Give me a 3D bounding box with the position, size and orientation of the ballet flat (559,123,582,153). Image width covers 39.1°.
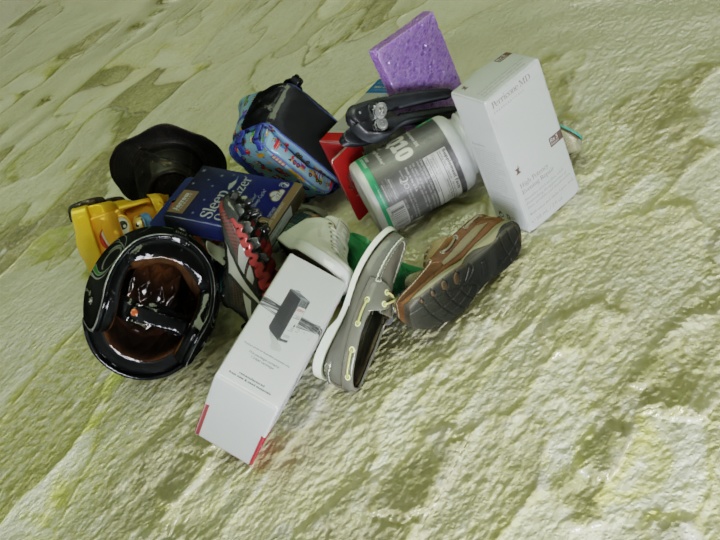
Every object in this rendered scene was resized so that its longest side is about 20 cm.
[{"bbox_3d":[0.237,-0.185,1.439,0.063,0.067,0.199,-59,34,2],"label":"ballet flat"}]

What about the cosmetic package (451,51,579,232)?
[{"bbox_3d":[0.200,-0.164,1.295,0.101,0.202,0.074,-39,36,-18],"label":"cosmetic package"}]

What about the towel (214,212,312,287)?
[{"bbox_3d":[-0.181,-0.034,1.553,0.199,0.022,0.146,-41,37,-21],"label":"towel"}]

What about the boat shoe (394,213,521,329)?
[{"bbox_3d":[0.114,-0.003,1.255,0.199,0.077,0.073,-35,47,-27],"label":"boat shoe"}]

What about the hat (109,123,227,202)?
[{"bbox_3d":[-0.317,-0.142,1.660,0.197,0.201,0.082,-16,51,16],"label":"hat"}]

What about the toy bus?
[{"bbox_3d":[-0.327,-0.059,1.544,0.189,0.138,0.200,-17,1,2],"label":"toy bus"}]

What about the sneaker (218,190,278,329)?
[{"bbox_3d":[-0.153,-0.002,1.333,0.096,0.203,0.071,-15,20,17],"label":"sneaker"}]

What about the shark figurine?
[{"bbox_3d":[-0.142,-0.033,1.456,0.216,0.127,0.090,-56,0,-24],"label":"shark figurine"}]

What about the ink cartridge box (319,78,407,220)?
[{"bbox_3d":[0.015,-0.183,1.524,0.067,0.117,0.200,11,49,43],"label":"ink cartridge box"}]

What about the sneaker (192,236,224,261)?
[{"bbox_3d":[-0.247,-0.015,1.504,0.201,0.076,0.092,-49,-3,-7],"label":"sneaker"}]

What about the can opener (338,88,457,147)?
[{"bbox_3d":[0.058,-0.227,1.444,0.198,0.065,0.078,-23,10,-29],"label":"can opener"}]

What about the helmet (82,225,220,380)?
[{"bbox_3d":[-0.280,0.043,1.361,0.200,0.201,0.190,-41,6,-20],"label":"helmet"}]

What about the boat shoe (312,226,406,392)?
[{"bbox_3d":[0.012,0.047,1.224,0.060,0.072,0.204,24,86,26],"label":"boat shoe"}]

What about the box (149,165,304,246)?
[{"bbox_3d":[-0.192,-0.092,1.430,0.196,0.033,0.122,10,45,21],"label":"box"}]

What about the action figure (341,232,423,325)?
[{"bbox_3d":[0.000,0.000,1.352,0.117,0.055,0.200,-36,39,-9],"label":"action figure"}]

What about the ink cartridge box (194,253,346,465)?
[{"bbox_3d":[-0.105,0.103,1.200,0.083,0.145,0.201,29,50,1],"label":"ink cartridge box"}]

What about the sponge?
[{"bbox_3d":[0.096,-0.269,1.505,0.111,0.202,0.030,-39,33,-17],"label":"sponge"}]

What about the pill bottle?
[{"bbox_3d":[0.092,-0.145,1.424,0.198,0.114,0.113,-29,34,-2],"label":"pill bottle"}]

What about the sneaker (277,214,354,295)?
[{"bbox_3d":[-0.042,-0.033,1.307,0.084,0.073,0.200,-38,29,-9],"label":"sneaker"}]

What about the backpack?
[{"bbox_3d":[-0.123,-0.196,1.590,0.198,0.182,0.136,-2,56,53],"label":"backpack"}]
